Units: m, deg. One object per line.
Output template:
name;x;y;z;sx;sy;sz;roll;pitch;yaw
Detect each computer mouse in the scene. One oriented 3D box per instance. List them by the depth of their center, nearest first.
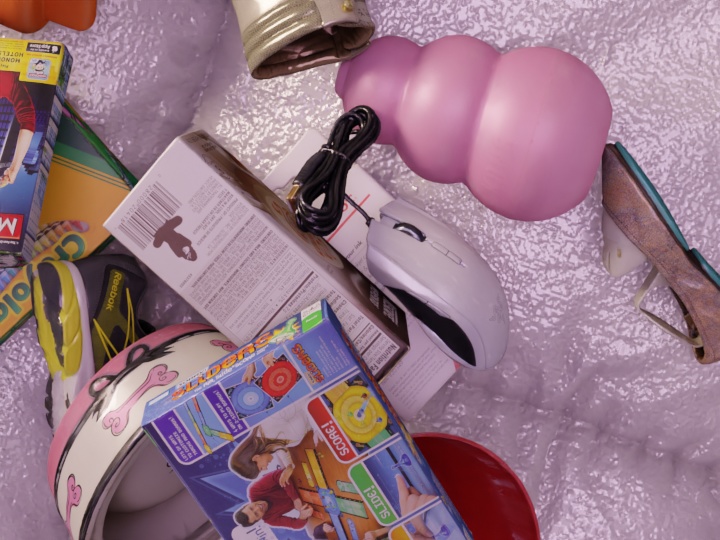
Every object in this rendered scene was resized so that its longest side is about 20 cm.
computer mouse;0.041;-0.016;0.815;0.200;0.110;0.044;44;138;-12

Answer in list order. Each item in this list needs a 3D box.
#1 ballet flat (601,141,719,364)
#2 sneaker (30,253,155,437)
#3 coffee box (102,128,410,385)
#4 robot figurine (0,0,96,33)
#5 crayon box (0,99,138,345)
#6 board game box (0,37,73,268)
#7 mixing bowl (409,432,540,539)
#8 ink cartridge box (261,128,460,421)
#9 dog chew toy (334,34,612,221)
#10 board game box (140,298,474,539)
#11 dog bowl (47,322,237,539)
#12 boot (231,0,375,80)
ballet flat;0.223;-0.004;0.884;0.067;0.068;0.200;-37;105;14
sneaker;-0.187;0.079;0.879;0.084;0.074;0.202;-18;125;-30
coffee box;-0.065;0.002;0.798;0.200;0.114;0.080;42;98;-7
robot figurine;-0.272;-0.243;0.835;0.198;0.117;0.145;23;99;-3
crayon box;-0.267;-0.029;0.886;0.200;0.058;0.119;-42;95;3
board game box;-0.305;-0.060;0.810;0.197;0.062;0.203;6;76;8
mixing bowl;0.024;0.205;0.878;0.197;0.108;0.203;-3;99;-18
ink cartridge box;0.000;0.000;0.889;0.200;0.068;0.117;44;94;-6
dog chew toy;0.078;-0.113;0.856;0.197;0.125;0.126;17;95;5
board game box;-0.028;0.136;0.750;0.134;0.035;0.201;-29;109;6
dog bowl;-0.136;0.125;0.845;0.074;0.200;0.201;38;94;28
boot;-0.012;-0.235;0.836;0.198;0.072;0.156;-25;70;7
